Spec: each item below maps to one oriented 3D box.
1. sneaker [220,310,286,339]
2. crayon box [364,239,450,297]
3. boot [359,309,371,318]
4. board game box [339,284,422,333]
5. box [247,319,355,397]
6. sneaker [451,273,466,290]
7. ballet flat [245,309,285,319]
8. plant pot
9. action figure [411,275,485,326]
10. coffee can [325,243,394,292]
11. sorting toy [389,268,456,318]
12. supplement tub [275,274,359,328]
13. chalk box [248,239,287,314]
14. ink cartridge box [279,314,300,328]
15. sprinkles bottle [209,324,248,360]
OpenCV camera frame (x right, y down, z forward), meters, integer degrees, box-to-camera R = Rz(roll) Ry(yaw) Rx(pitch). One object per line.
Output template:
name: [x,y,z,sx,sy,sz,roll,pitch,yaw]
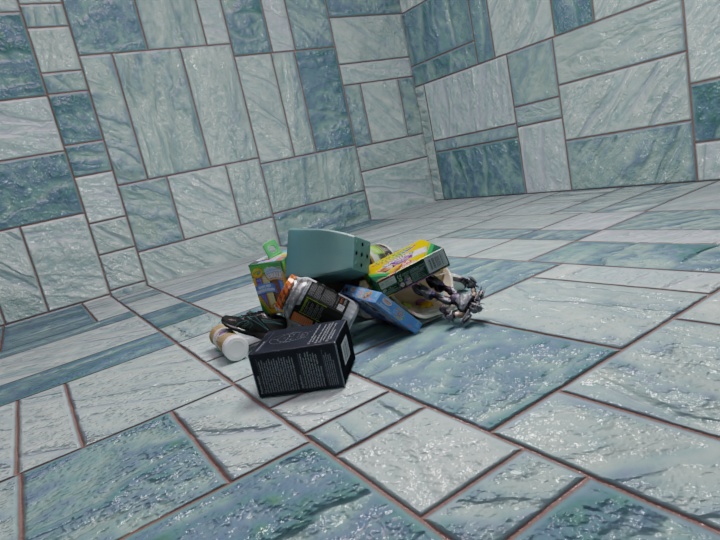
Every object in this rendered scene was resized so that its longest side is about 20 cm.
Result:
sneaker: [-0.298,0.151,1.527,0.200,0.079,0.075,14,-10,14]
crayon box: [0.117,-0.009,1.464,0.200,0.058,0.173,-27,16,-7]
boot: [0.078,0.065,1.605,0.200,0.073,0.090,-32,10,-1]
board game box: [0.050,0.099,1.419,0.037,0.151,0.200,-58,26,-12]
box: [-0.127,0.195,1.212,0.200,0.107,0.148,-9,13,11]
sneaker: [0.226,0.059,1.632,0.199,0.074,0.080,-4,50,-3]
ballet flat: [-0.296,0.164,1.650,0.073,0.073,0.200,-21,14,-37]
plant pot: [-0.081,-0.038,1.473,0.200,0.142,0.141,-1,-8,31]
action figure: [0.232,0.068,1.376,0.200,0.069,0.130,23,64,43]
coffee can: [0.000,0.000,1.635,0.146,0.147,0.200,-2,7,42]
sorting toy: [0.179,0.081,1.484,0.200,0.107,0.180,-14,19,-10]
supplement tub: [-0.113,0.097,1.409,0.200,0.123,0.123,28,14,-2]
chalk box: [-0.226,0.011,1.545,0.124,0.200,0.125,-6,16,29]
ink cartridge box: [-0.163,0.123,1.646,0.144,0.085,0.200,-16,13,-16]
sprinkles bottle: [-0.377,0.203,1.532,0.068,0.068,0.200,-18,12,-25]
